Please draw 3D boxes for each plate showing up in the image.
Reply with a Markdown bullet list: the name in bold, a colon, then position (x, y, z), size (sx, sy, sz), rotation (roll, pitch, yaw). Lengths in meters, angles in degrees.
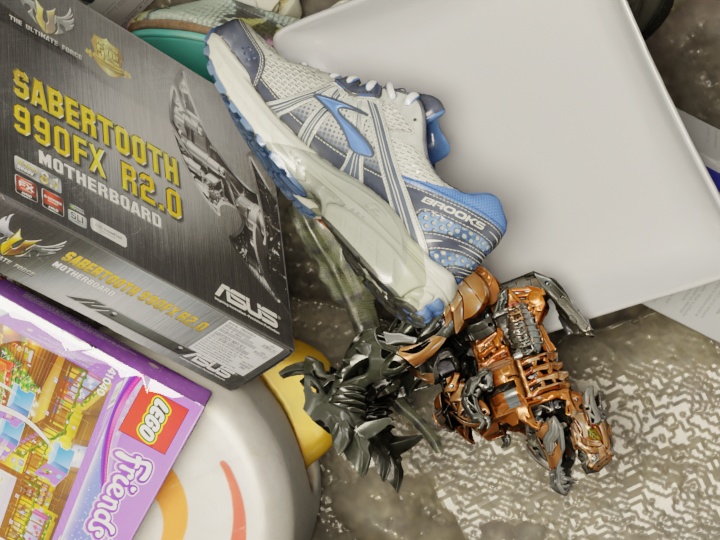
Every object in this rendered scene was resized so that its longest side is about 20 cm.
- **plate**: position (0.077, -0.066, 1.352), size (0.200, 0.032, 0.200), rotation (-20, 101, 36)

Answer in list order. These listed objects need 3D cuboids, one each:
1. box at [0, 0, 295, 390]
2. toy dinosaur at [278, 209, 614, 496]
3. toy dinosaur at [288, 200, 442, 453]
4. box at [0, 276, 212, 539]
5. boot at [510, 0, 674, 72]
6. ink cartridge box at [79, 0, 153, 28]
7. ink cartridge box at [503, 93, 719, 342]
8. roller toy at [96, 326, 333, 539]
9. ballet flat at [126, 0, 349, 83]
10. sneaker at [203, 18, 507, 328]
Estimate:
- **box**: position (-0.122, -0.048, 1.329), size (0.048, 0.200, 0.158), rotation (-32, 46, 30)
- **toy dinosaur**: position (0.039, 0.040, 1.358), size (0.136, 0.102, 0.200), rotation (-43, 51, 4)
- **toy dinosaur**: position (0.000, 0.000, 1.438), size (0.047, 0.088, 0.200), rotation (-24, 97, 16)
- **box**: position (-0.181, 0.116, 1.341), size (0.137, 0.039, 0.200), rotation (29, 100, -2)
- **boot**: position (0.090, -0.106, 1.411), size (0.068, 0.131, 0.200), rotation (40, 94, 10)
- **ink cartridge box**: position (-0.184, -0.209, 1.432), size (0.084, 0.200, 0.146), rotation (-45, 80, 6)
- **ink cartridge box**: position (0.179, -0.021, 1.399), size (0.200, 0.039, 0.099), rotation (28, 124, -7)
- **roller toy**: position (-0.116, 0.117, 1.428), size (0.182, 0.140, 0.200), rotation (18, 99, 5)
- **ballet flat**: position (-0.031, -0.120, 1.463), size (0.200, 0.069, 0.071), rotation (16, 63, 27)
- **sneaker**: position (0.000, -0.062, 1.341), size (0.085, 0.077, 0.200), rotation (-38, 65, -6)
